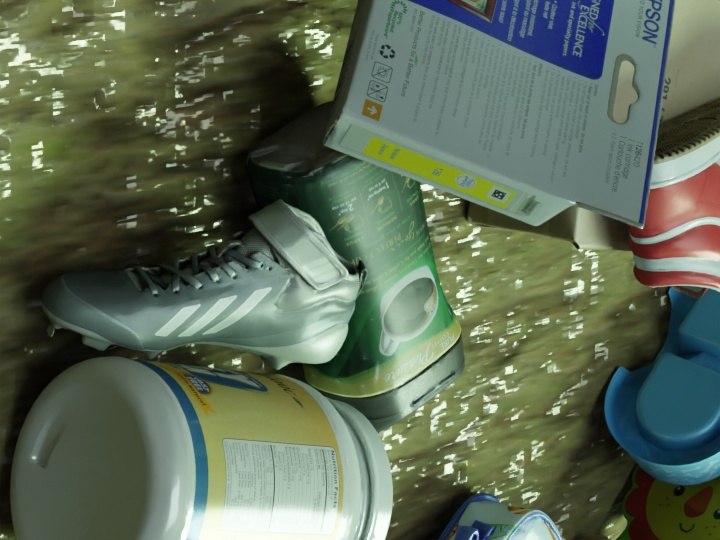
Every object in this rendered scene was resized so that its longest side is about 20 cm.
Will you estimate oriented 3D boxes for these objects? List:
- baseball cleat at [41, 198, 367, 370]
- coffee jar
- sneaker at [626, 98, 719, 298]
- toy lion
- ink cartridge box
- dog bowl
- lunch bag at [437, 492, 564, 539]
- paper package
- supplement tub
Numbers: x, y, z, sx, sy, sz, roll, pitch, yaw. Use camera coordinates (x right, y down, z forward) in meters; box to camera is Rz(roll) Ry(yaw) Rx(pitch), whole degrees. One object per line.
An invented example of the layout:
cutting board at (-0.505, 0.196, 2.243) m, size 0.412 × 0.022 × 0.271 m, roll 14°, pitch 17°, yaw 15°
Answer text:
baseball cleat at (-0.089, 0.001, 1.418) m, size 0.199 × 0.070 × 0.107 m, roll 7°, pitch 116°, yaw -35°
coffee jar at (0.000, 0.000, 1.528) m, size 0.104 × 0.085 × 0.201 m, roll -34°, pitch 122°, yaw -34°
sneaker at (0.251, -0.051, 1.641) m, size 0.199 × 0.071 × 0.113 m, roll -21°, pitch 111°, yaw -35°
toy lion at (0.259, 0.203, 1.778) m, size 0.192 × 0.200 × 0.069 m, roll -44°, pitch 128°, yaw -6°
ink cartridge box at (0.090, -0.128, 1.500) m, size 0.199 × 0.047 × 0.199 m, roll 22°, pitch 54°, yaw -13°
dog bowl at (0.264, 0.075, 1.813) m, size 0.200 × 0.111 × 0.050 m, roll -54°, pitch 147°, yaw -23°
lunch bag at (0.082, 0.259, 1.689) m, size 0.201 × 0.075 × 0.161 m, roll -54°, pitch 130°, yaw -21°
paper package at (0.179, -0.118, 1.675) m, size 0.190 × 0.103 × 0.202 m, roll 2°, pitch 98°, yaw -46°
supplement tub at (-0.091, 0.130, 1.422) m, size 0.199 × 0.144 × 0.146 m, roll 9°, pitch 93°, yaw -47°
